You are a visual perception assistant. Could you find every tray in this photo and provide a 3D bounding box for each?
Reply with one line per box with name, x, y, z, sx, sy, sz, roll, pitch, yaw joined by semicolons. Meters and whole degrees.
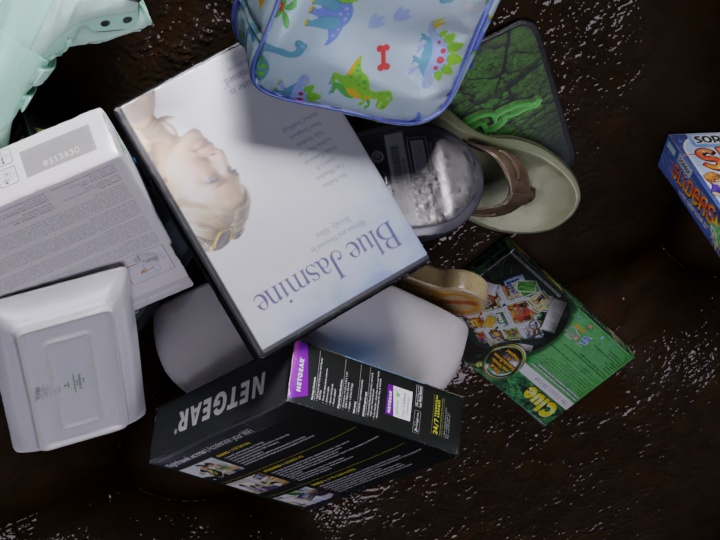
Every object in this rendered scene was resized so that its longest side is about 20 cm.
tray;-0.213;0.075;1.313;0.107;0.022;0.200;-15;146;-13

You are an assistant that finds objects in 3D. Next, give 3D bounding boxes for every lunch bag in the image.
lunch bag;0.015;-0.197;1.164;0.161;0.083;0.200;9;124;-22

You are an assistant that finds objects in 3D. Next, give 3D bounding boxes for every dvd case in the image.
dvd case;-0.061;-0.057;1.219;0.143;0.200;0.018;-30;178;-17

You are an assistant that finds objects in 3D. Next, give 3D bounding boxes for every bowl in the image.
bowl;-0.042;0.070;1.360;0.200;0.075;0.200;-18;148;41

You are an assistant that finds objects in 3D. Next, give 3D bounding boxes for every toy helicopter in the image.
toy helicopter;0.000;0.000;1.361;0.200;0.079;0.132;18;150;-12

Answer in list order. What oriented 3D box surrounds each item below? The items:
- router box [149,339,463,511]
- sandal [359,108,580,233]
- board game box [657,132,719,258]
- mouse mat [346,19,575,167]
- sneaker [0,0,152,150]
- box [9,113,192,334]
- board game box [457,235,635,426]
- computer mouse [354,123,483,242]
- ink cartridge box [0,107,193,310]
router box;-0.043;0.119;1.314;0.149;0.051;0.200;21;151;-30
sandal;0.084;-0.070;1.348;0.201;0.057;0.080;21;117;-33
board game box;0.356;-0.060;1.423;0.200;0.135;0.034;-4;132;-20
mouse mat;0.061;-0.095;1.363;0.200;0.008;0.161;-24;134;1
sneaker;-0.199;-0.139;1.167;0.118;0.074;0.201;5;125;-18
box;-0.219;-0.005;1.300;0.159;0.046;0.200;20;121;-35
board game box;0.142;0.055;1.517;0.105;0.023;0.200;-40;132;12
computer mouse;-0.013;-0.061;1.274;0.200;0.139;0.053;-1;162;-12
ink cartridge box;-0.218;-0.018;1.238;0.161;0.050;0.200;-23;154;-1
